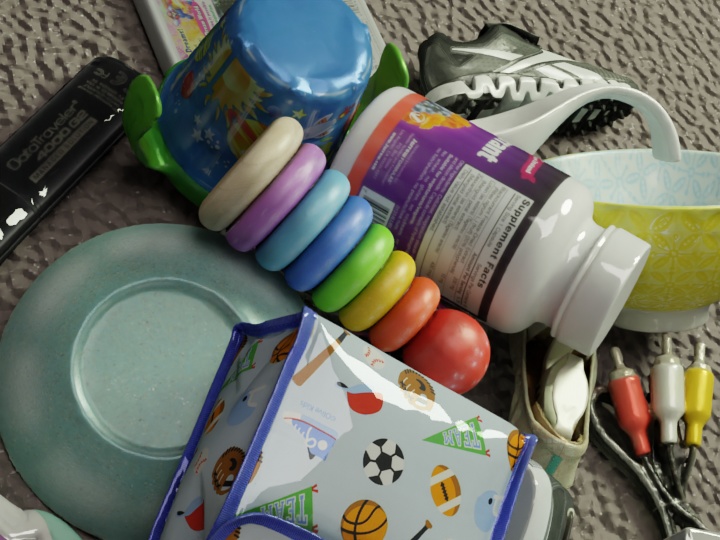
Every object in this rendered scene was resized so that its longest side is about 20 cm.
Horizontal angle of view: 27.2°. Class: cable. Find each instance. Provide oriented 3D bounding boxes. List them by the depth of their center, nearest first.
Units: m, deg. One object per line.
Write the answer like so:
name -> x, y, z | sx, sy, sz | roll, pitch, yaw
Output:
cable -> 0.211, 0.143, 1.026 | 0.097, 0.050, 0.200 | -3, 63, -10

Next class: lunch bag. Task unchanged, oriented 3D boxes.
lunch bag -> -0.017, 0.146, 0.810 | 0.170, 0.124, 0.200 | 31, 68, -19

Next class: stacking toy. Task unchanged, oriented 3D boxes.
stacking toy -> 0.000, 0.000, 0.912 | 0.200, 0.085, 0.085 | 41, 51, -8

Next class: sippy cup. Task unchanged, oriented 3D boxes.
sippy cup -> -0.058, -0.118, 0.981 | 0.140, 0.130, 0.178 | 37, 53, -2

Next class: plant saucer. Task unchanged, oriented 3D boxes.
plant saucer -> -0.116, 0.061, 0.882 | 0.201, 0.039, 0.201 | 3, 73, -9

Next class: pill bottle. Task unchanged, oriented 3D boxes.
pill bottle -> 0.082, -0.028, 0.974 | 0.200, 0.112, 0.111 | 30, 50, 13

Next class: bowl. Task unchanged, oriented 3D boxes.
bowl -> 0.214, -0.018, 1.082 | 0.200, 0.200, 0.108 | -12, 109, -32

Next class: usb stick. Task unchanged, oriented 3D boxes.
usb stick -> -0.206, -0.071, 0.968 | 0.055, 0.033, 0.200 | 32, 51, 4

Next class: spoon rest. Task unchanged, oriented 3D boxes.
spoon rest -> 0.132, -0.104, 1.081 | 0.200, 0.099, 0.061 | -3, 100, -12

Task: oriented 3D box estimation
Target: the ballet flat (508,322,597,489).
ballet flat -> 0.136, 0.067, 1.005 | 0.067, 0.062, 0.200 | 19, 40, -8

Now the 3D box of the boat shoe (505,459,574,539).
boat shoe -> 0.079, 0.211, 0.882 | 0.057, 0.069, 0.200 | 29, 77, -41

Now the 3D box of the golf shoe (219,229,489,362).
golf shoe -> -0.005, 0.016, 0.986 | 0.200, 0.073, 0.092 | 12, 56, -20

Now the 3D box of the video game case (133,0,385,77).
video game case -> -0.061, -0.157, 1.100 | 0.182, 0.024, 0.200 | -11, 67, -31

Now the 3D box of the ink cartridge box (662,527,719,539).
ink cartridge box -> 0.193, 0.255, 0.851 | 0.147, 0.200, 0.145 | 14, 59, -19

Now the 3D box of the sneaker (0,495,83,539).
sneaker -> -0.228, 0.171, 0.783 | 0.200, 0.078, 0.140 | 39, 54, 10

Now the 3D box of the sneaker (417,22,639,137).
sneaker -> 0.130, -0.156, 1.167 | 0.200, 0.066, 0.091 | -3, 64, -26
